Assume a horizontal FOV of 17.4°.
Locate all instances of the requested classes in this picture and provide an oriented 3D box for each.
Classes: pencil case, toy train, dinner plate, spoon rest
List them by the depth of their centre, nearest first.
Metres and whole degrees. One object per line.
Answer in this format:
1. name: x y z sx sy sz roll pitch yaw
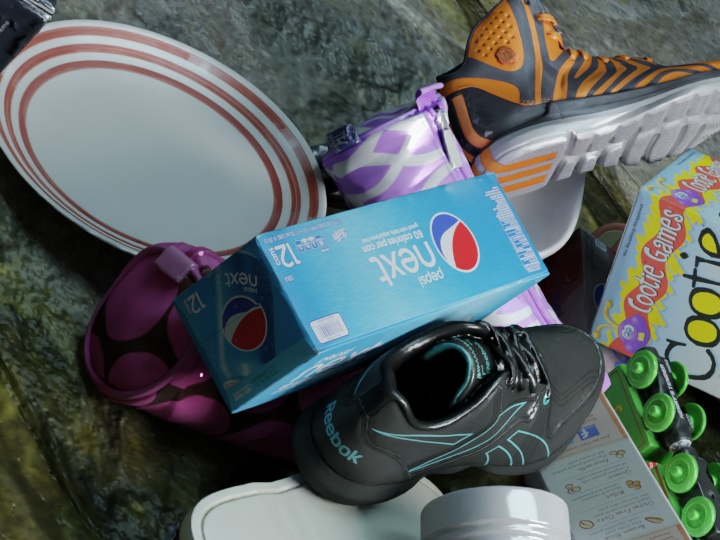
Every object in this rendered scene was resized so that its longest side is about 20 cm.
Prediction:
1. pencil case: -0.040 0.045 1.203 0.199 0.094 0.091 18 24 -42
2. dinner plate: -0.112 -0.063 1.272 0.199 0.024 0.201 19 36 -14
3. toy train: 0.178 0.132 1.304 0.042 0.056 0.201 19 42 -40
4. pencil case: 0.058 -0.007 1.318 0.201 0.085 0.084 60 33 -6
5. spoon rest: 0.105 -0.070 1.435 0.099 0.061 0.200 34 41 8

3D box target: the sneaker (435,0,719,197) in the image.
1. sneaker: 0.136 -0.121 1.405 0.199 0.078 0.113 -13 64 -25

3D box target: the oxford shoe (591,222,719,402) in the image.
1. oxford shoe: 0.226 0.041 1.603 0.200 0.071 0.074 43 5 -8

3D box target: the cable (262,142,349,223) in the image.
1. cable: 0.000 0.000 1.364 0.199 0.051 0.164 -11 70 -56

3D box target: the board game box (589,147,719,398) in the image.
1. board game box: 0.255 0.022 1.397 0.199 0.104 0.105 25 26 17

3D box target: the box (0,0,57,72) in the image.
1. box: -0.255 -0.199 1.178 0.196 0.124 0.201 34 33 -25

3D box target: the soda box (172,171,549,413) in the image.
1. soda box: 0.005 0.008 1.156 0.199 0.068 0.065 -16 74 -52

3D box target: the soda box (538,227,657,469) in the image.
1. soda box: 0.143 0.068 1.444 0.070 0.063 0.201 33 34 -22

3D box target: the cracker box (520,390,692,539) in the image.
1. cracker box: 0.137 0.163 1.218 0.200 0.057 0.135 -117 -171 -58

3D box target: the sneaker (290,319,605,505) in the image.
1. sneaker: 0.060 0.062 1.163 0.199 0.079 0.076 -18 67 -41

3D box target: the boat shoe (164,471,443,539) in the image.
1. boat shoe: -0.026 0.140 1.144 0.199 0.062 0.075 -8 63 -53

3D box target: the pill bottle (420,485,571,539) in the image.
1. pill bottle: 0.068 0.207 1.097 0.104 0.104 0.202 20 57 -39
